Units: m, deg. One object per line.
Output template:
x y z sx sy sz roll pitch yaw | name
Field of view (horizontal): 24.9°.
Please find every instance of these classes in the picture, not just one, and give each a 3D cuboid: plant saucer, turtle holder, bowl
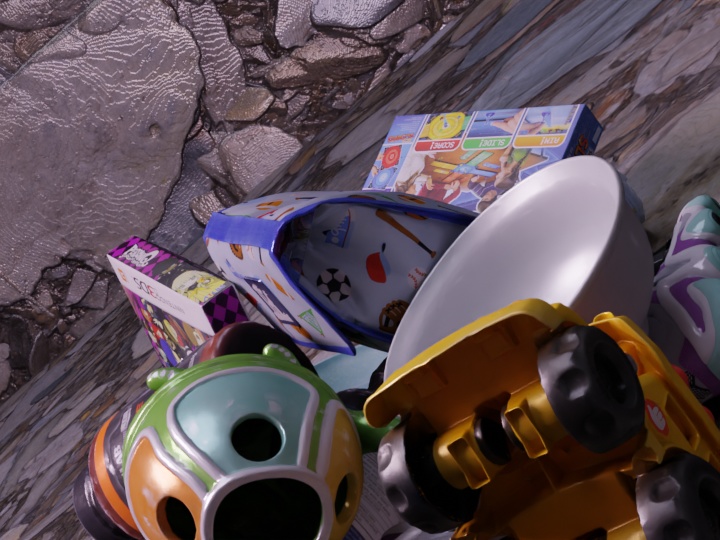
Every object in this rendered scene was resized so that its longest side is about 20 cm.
0.011 0.108 1.377 0.199 0.036 0.200 -18 16 5 | plant saucer
-0.052 0.133 1.006 0.142 0.185 0.132 -67 20 9 | turtle holder
0.113 0.034 1.006 0.201 0.090 0.201 -43 21 21 | bowl

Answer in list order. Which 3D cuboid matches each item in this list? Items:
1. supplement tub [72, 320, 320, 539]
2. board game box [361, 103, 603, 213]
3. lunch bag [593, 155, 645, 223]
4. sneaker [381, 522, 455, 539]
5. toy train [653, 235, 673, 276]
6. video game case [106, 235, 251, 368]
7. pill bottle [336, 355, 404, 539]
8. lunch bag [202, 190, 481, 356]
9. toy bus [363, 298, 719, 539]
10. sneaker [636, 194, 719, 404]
-0.121 0.127 1.158 0.200 0.107 0.107 -38 12 34 | supplement tub
0.086 -0.067 1.320 0.199 0.034 0.136 2 57 43 | board game box
0.134 -0.031 1.376 0.170 0.127 0.200 -44 18 -1 | lunch bag
0.072 0.162 0.982 0.140 0.078 0.200 -44 13 -7 | sneaker
0.169 0.032 1.182 0.199 0.046 0.034 -28 12 22 | toy train
-0.113 0.080 1.283 0.036 0.201 0.181 -33 28 -20 | video game case
-0.005 0.159 1.193 0.200 0.112 0.112 -49 14 -27 | pill bottle
0.000 0.000 1.158 0.170 0.199 0.125 9 85 67 | lunch bag
0.122 0.089 0.848 0.135 0.200 0.192 -32 8 33 | toy bus
0.194 0.034 1.067 0.140 0.078 0.200 -37 13 23 | sneaker
